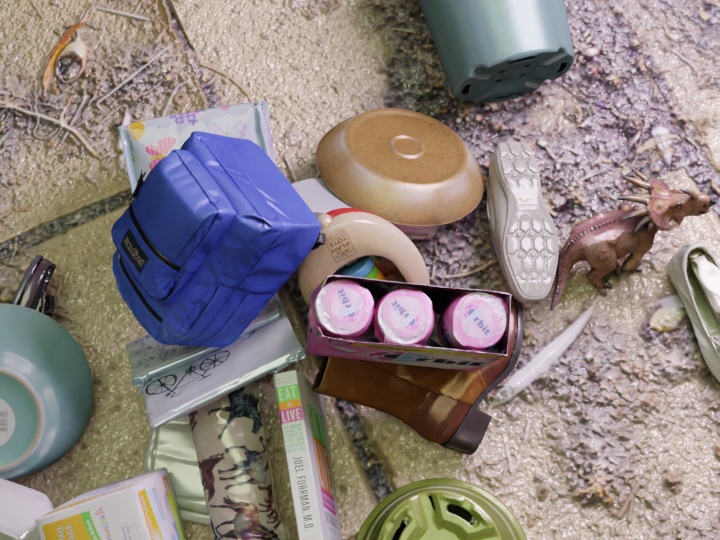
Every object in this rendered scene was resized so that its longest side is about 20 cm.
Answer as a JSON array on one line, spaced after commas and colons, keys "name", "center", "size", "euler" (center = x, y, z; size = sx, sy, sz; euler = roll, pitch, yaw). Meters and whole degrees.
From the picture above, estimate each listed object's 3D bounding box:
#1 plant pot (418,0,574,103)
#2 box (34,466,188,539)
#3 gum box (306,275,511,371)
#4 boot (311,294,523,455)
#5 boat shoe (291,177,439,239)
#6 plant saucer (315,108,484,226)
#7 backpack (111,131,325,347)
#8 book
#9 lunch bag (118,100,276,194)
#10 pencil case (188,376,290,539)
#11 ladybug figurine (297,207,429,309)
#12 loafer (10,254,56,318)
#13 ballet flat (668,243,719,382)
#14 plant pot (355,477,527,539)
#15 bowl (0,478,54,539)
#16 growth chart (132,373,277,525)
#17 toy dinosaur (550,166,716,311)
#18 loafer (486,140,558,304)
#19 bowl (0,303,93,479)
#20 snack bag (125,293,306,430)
[{"name": "plant pot", "center": [0.154, -0.314, 1.408], "size": [0.198, 0.200, 0.198], "euler": [-14, 79, 0]}, {"name": "box", "center": [-0.244, 0.276, 1.222], "size": [0.100, 0.200, 0.114], "euler": [-17, 86, -1]}, {"name": "gum box", "center": [0.040, 0.054, 1.224], "size": [0.198, 0.114, 0.067], "euler": [6, 77, -9]}, {"name": "boot", "center": [0.065, 0.080, 1.314], "size": [0.199, 0.068, 0.190], "euler": [26, 87, -11]}, {"name": "boat shoe", "center": [0.001, -0.062, 1.369], "size": [0.198, 0.066, 0.072], "euler": [-4, 38, -23]}, {"name": "plant saucer", "center": [0.049, -0.129, 1.374], "size": [0.198, 0.036, 0.201], "euler": [8, 42, -7]}, {"name": "backpack", "center": [-0.172, -0.025, 1.246], "size": [0.200, 0.167, 0.163], "euler": [-53, 55, 26]}, {"name": "book", "center": [-0.056, 0.219, 1.271], "size": [0.048, 0.134, 0.202], "euler": [-11, 72, 2]}, {"name": "lunch bag", "center": [-0.174, -0.083, 1.384], "size": [0.168, 0.127, 0.202], "euler": [-10, 97, 2]}, {"name": "pencil case", "center": [-0.128, 0.212, 1.293], "size": [0.089, 0.078, 0.202], "euler": [-16, 73, 9]}, {"name": "ladybug figurine", "center": [0.000, 0.000, 1.321], "size": [0.135, 0.201, 0.072], "euler": [-26, 43, 5]}, {"name": "loafer", "center": [-0.384, 0.085, 1.385], "size": [0.062, 0.072, 0.202], "euler": [22, 81, -7]}, {"name": "ballet flat", "center": [0.400, 0.058, 1.323], "size": [0.069, 0.070, 0.201], "euler": [-23, 72, -3]}, {"name": "plant pot", "center": [0.080, 0.293, 1.207], "size": [0.198, 0.190, 0.202], "euler": [-1, 71, 4]}, {"name": "bowl", "center": [-0.386, 0.280, 1.257], "size": [0.198, 0.201, 0.075], "euler": [14, 47, 14]}, {"name": "growth chart", "center": [-0.175, 0.188, 1.352], "size": [0.143, 0.018, 0.202], "euler": [14, 74, 9]}, {"name": "toy dinosaur", "center": [0.278, -0.042, 1.329], "size": [0.199, 0.136, 0.086], "euler": [-31, 72, -5]}, {"name": "loafer", "center": [0.180, -0.050, 1.367], "size": [0.069, 0.070, 0.202], "euler": [3, 62, -9]}, {"name": "bowl", "center": [-0.390, 0.144, 1.292], "size": [0.199, 0.105, 0.203], "euler": [-2, 100, -9]}, {"name": "snack bag", "center": [-0.164, 0.087, 1.316], "size": [0.187, 0.022, 0.200], "euler": [-25, 27, -4]}]
